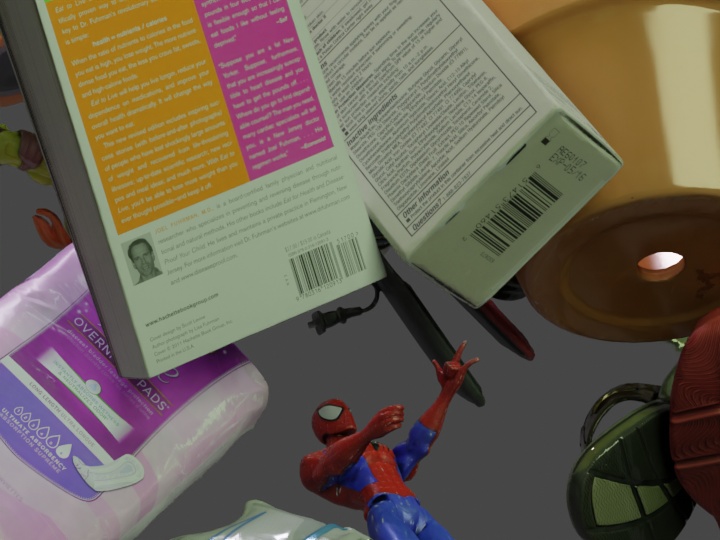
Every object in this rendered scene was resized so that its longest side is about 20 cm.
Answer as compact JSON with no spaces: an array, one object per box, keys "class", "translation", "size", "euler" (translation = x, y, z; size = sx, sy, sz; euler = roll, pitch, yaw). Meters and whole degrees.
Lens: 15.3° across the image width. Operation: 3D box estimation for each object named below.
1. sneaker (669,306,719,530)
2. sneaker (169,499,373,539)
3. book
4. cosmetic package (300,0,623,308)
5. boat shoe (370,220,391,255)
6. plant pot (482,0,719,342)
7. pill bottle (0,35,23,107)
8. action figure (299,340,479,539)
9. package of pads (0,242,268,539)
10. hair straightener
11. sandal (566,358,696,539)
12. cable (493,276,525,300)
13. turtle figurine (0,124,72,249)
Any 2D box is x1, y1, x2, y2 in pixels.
[{"class":"sneaker","translation":[0.206,0.077,1.397],"size":[0.078,0.200,0.116],"euler":[-7,35,12]},{"class":"sneaker","translation":[-0.085,0.165,1.179],"size":[0.087,0.075,0.200],"euler":[26,41,33]},{"class":"book","translation":[-0.075,-0.069,1.184],"size":[0.133,0.048,0.201],"euler":[-22,100,-29]},{"class":"cosmetic package","translation":[0.023,-0.090,1.275],"size":[0.073,0.104,0.200],"euler":[33,17,-51]},{"class":"boat shoe","translation":[-0.059,-0.065,1.372],"size":[0.199,0.062,0.073],"euler":[21,50,-20]},{"class":"plant pot","translation":[0.142,-0.058,1.342],"size":[0.200,0.200,0.140],"euler":[14,52,-26]},{"class":"pill bottle","translation":[-0.205,-0.180,1.328],"size":[0.106,0.106,0.200],"euler":[-8,62,-39]},{"class":"action figure","translation":[0.033,0.102,1.247],"size":[0.065,0.099,0.200],"euler":[12,23,-35]},{"class":"package of pads","translation":[-0.140,0.075,1.194],"size":[0.121,0.076,0.200],"euler":[46,43,1]},{"class":"hair straightener","translation":[0.000,0.000,1.348],"size":[0.077,0.041,0.200],"euler":[-45,112,-5]},{"class":"sandal","translation":[0.149,0.091,1.401],"size":[0.057,0.080,0.201],"euler":[5,21,25]},{"class":"cable","translation":[0.122,-0.023,1.456],"size":[0.200,0.050,0.097],"euler":[9,50,-49]},{"class":"turtle figurine","translation":[-0.117,-0.062,1.264],"size":[0.199,0.162,0.064],"euler":[19,34,-10]}]
